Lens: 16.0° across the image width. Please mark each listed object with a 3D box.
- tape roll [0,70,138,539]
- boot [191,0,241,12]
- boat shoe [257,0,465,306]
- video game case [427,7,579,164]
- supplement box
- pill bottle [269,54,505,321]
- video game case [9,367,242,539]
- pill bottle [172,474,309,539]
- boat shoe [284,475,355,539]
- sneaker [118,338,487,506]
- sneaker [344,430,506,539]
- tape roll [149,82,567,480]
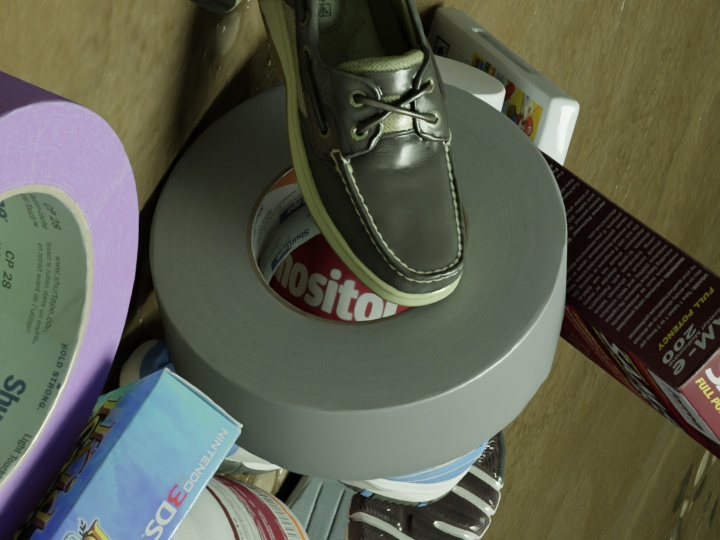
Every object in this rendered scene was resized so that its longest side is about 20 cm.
[{"bbox_3d":[-0.163,0.022,0.931,0.200,0.065,0.201,-50,153,-37],"label":"tape roll"},{"bbox_3d":[-0.022,-0.232,1.133,0.200,0.072,0.182,-52,170,-28],"label":"boot"},{"bbox_3d":[0.003,-0.084,1.185,0.071,0.202,0.066,-12,164,-23],"label":"boat shoe"},{"bbox_3d":[0.058,-0.032,1.477,0.182,0.023,0.201,-131,-128,-61],"label":"video game case"},{"bbox_3d":[0.140,0.019,1.305,0.061,0.200,0.109,-47,134,-4],"label":"supplement box"},{"bbox_3d":[0.013,-0.016,1.403,0.113,0.113,0.201,-25,132,-65],"label":"pill bottle"},{"bbox_3d":[-0.149,0.141,1.038,0.200,0.045,0.181,-57,-164,-24],"label":"video game case"},{"bbox_3d":[-0.100,0.152,1.254,0.115,0.114,0.200,-68,162,-2],"label":"pill bottle"},{"bbox_3d":[-0.015,0.156,1.582,0.062,0.072,0.201,80,33,-67],"label":"boat shoe"},{"bbox_3d":[-0.024,0.064,1.290,0.077,0.199,0.076,138,-44,-55],"label":"sneaker"},{"bbox_3d":[0.005,0.162,1.380,0.200,0.076,0.116,-64,-170,-28],"label":"sneaker"},{"bbox_3d":[0.000,0.000,1.239,0.201,0.200,0.066,-59,161,-29],"label":"tape roll"}]
